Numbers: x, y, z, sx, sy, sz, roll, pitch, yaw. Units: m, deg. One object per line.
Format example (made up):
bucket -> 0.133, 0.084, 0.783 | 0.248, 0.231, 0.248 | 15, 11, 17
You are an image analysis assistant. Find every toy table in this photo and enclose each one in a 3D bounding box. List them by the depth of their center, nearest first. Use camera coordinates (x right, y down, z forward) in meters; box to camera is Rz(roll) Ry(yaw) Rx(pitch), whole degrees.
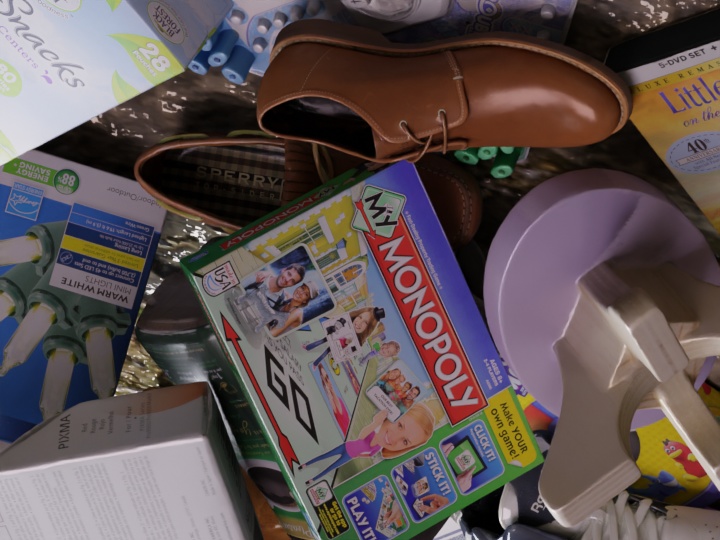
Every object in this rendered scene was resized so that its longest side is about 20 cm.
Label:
toy table -> 0.156, 0.045, 1.387 | 0.184, 0.117, 0.200 | -44, 135, 9

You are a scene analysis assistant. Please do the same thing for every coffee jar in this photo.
coffee jar -> -0.033, 0.081, 1.481 | 0.104, 0.085, 0.200 | -1, 130, 52

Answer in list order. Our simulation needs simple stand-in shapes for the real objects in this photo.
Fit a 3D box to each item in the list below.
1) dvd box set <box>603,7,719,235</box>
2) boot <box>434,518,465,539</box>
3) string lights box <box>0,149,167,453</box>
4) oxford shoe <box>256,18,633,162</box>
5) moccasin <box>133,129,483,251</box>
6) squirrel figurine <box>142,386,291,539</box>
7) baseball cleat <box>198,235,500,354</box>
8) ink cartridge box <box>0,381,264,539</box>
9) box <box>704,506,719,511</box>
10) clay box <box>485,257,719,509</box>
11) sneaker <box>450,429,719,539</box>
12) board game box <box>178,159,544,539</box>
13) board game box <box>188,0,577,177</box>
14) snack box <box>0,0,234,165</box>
dvd box set -> 0.238, -0.060, 1.360 | 0.146, 0.029, 0.200 | -16, 127, 37
boot -> 0.046, 0.182, 1.682 | 0.200, 0.073, 0.090 | -21, 119, 38
string lights box -> -0.187, 0.038, 1.521 | 0.103, 0.200, 0.059 | 17, 170, -10
oxford shoe -> 0.041, -0.081, 1.358 | 0.200, 0.071, 0.071 | 4, 135, 18
moccasin -> -0.030, -0.046, 1.454 | 0.201, 0.078, 0.074 | 15, 97, 20
squirrel figurine -> -0.081, 0.159, 1.616 | 0.142, 0.200, 0.187 | 48, 147, -18
baseball cleat -> 0.000, 0.000, 1.520 | 0.200, 0.070, 0.107 | 24, 108, 19
ink cartridge box -> -0.162, 0.147, 1.473 | 0.200, 0.050, 0.162 | -8, 132, 8
box -> 0.276, 0.220, 1.632 | 0.200, 0.039, 0.137 | 19, 148, 4
clay box -> 0.127, 0.077, 1.550 | 0.200, 0.048, 0.115 | 33, 139, -14
sneaker -> 0.140, 0.149, 1.523 | 0.199, 0.080, 0.130 | 0, 146, 38
board game box -> 0.003, 0.050, 1.411 | 0.200, 0.135, 0.029 | 65, 170, -22
board game box -> 0.011, -0.147, 1.372 | 0.200, 0.026, 0.200 | 20, 140, 4
snack box -> -0.195, -0.155, 1.409 | 0.200, 0.068, 0.169 | -23, 116, 43
